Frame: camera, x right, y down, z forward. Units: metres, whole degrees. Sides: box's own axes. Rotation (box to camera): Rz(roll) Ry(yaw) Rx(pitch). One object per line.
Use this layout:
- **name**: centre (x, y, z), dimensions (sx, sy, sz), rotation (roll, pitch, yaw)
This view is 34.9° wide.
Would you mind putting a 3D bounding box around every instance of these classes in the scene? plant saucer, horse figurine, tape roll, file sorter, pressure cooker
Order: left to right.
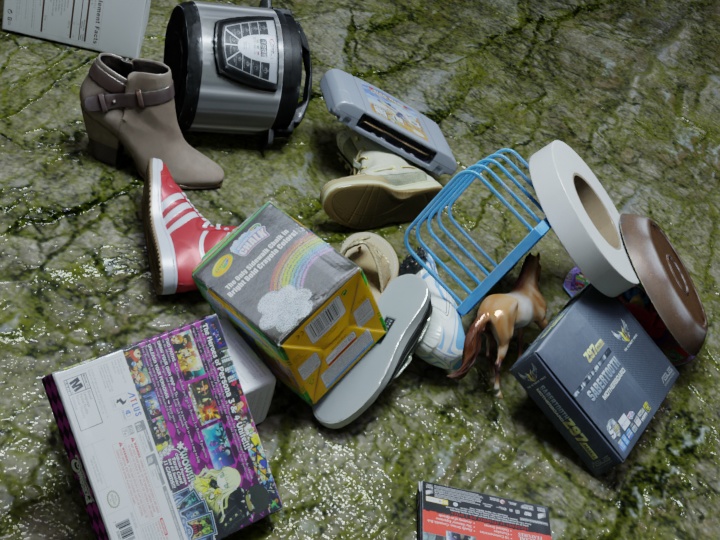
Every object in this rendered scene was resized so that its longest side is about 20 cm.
- **pressure cooker**: centre (-0.160, -0.275, 1.562), dimensions (0.197, 0.177, 0.180), rotation (2, 38, -22)
- **file sorter**: centre (0.155, -0.057, 1.399), dimensions (0.123, 0.139, 0.200), rotation (45, 24, 5)
- **horse figurine**: centre (0.174, 0.066, 1.332), dimensions (0.049, 0.134, 0.199), rotation (5, 18, 39)
- **tape roll**: centre (0.274, -0.064, 1.389), dimensions (0.203, 0.037, 0.204), rotation (44, 27, -30)
- **plant saucer**: centre (0.390, 0.011, 1.451), dimensions (0.200, 0.032, 0.202), rotation (45, 28, -32)

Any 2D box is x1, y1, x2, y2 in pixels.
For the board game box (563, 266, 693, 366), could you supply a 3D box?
- **board game box**: centre (0.371, 0.041, 1.517), dimensions (0.156, 0.039, 0.201), rotation (-9, 47, -31)

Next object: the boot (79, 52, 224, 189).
- **boot**: centre (-0.257, -0.190, 1.442), dimensions (0.197, 0.147, 0.071), rotation (12, 37, -10)

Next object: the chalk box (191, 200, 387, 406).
- **chalk box**: centre (-0.090, 0.024, 1.238), dimensions (0.124, 0.124, 0.199), rotation (-43, 52, -15)

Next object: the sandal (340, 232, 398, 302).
- **sandal**: centre (0.006, -0.001, 1.375), dimensions (0.076, 0.070, 0.213), rotation (-7, 41, 5)

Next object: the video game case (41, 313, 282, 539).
- **video game case**: centre (-0.179, 0.162, 1.061), dimensions (0.180, 0.036, 0.202), rotation (-20, 91, -38)

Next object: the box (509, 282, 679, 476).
- **box**: centre (0.278, 0.119, 1.338), dimensions (0.158, 0.051, 0.200), rotation (50, 42, 2)

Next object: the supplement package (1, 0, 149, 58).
- **supplement package**: centre (-0.404, -0.406, 1.656), dimensions (0.197, 0.121, 0.122), rotation (11, 38, -11)

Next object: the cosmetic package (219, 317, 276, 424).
- **cosmetic package**: centre (-0.193, 0.132, 1.152), dimensions (0.198, 0.075, 0.102), rotation (-21, 54, -36)

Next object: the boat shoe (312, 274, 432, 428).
- **boat shoe**: centre (0.022, 0.099, 1.266), dimensions (0.070, 0.064, 0.201), rotation (24, 65, 32)

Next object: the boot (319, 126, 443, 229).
- **boot**: centre (0.001, -0.134, 1.544), dimensions (0.198, 0.073, 0.155), rotation (-6, 45, -38)

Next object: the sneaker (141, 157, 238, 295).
- **sneaker**: centre (-0.199, -0.054, 1.367), dimensions (0.111, 0.072, 0.202), rotation (-2, 51, -18)

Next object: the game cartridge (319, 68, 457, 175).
- **game cartridge**: centre (0.038, -0.208, 1.586), dimensions (0.198, 0.042, 0.134), rotation (25, 28, -24)

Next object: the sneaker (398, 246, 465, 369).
- **sneaker**: centre (0.084, 0.047, 1.382), dimensions (0.072, 0.072, 0.201), rotation (36, 23, -30)

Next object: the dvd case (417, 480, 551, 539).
- **dvd case**: centre (0.124, 0.303, 1.123), dimensions (0.144, 0.022, 0.201), rotation (13, 38, -8)
